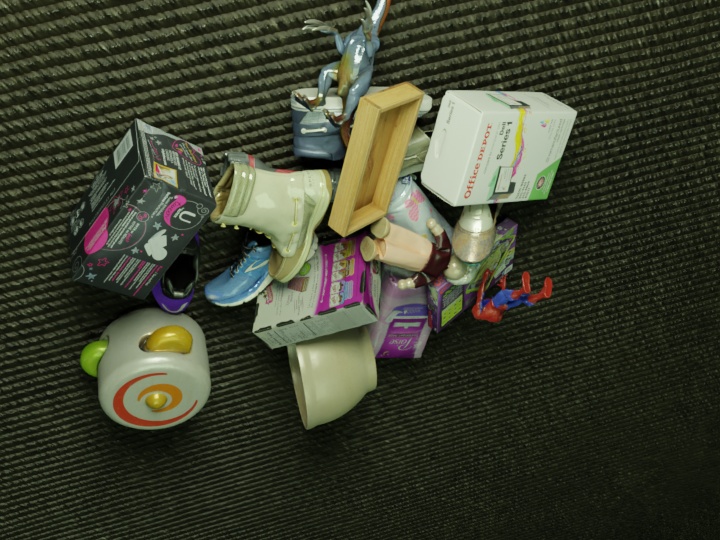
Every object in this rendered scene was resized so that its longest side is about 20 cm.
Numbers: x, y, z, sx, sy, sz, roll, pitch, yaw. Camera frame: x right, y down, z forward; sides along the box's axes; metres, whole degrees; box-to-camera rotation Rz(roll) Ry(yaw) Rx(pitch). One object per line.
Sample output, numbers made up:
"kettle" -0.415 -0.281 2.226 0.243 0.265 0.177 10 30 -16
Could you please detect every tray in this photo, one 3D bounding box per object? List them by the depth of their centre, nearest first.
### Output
"tray" 0.018 -0.149 1.096 0.098 0.037 0.201 -30 148 -43

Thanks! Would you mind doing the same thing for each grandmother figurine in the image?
"grandmother figurine" 0.096 -0.019 1.245 0.198 0.061 0.122 15 123 -31

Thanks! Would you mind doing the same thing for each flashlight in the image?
"flashlight" -0.102 -0.133 1.186 0.198 0.068 0.068 3 129 -20

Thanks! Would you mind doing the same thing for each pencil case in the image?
"pencil case" 0.086 -0.083 1.290 0.082 0.092 0.200 -14 140 28

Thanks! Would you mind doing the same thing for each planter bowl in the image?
"planter bowl" -0.048 0.158 1.390 0.133 0.201 0.202 -10 135 -10

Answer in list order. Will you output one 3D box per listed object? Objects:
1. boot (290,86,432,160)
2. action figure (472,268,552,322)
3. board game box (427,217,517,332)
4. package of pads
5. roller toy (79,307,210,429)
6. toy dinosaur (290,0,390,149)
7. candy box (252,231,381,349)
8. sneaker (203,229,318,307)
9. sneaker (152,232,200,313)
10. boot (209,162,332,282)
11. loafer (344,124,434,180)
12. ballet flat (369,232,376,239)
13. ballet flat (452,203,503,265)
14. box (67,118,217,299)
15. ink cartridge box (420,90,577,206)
"boot" 0.000 -0.205 1.139 0.197 0.073 0.091 -1 116 -7
"action figure" 0.244 0.027 1.363 0.065 0.100 0.200 14 155 -18
"board game box" 0.192 0.008 1.387 0.199 0.032 0.121 -37 150 -24
"package of pads" 0.074 0.067 1.437 0.119 0.076 0.201 2 132 -18
"roller toy" -0.338 0.167 1.337 0.198 0.141 0.183 -27 136 7
"toy dinosaur" -0.012 -0.281 1.048 0.182 0.104 0.200 -55 157 -7
"candy box" -0.066 0.033 1.270 0.198 0.138 0.061 -15 140 24
"sneaker" -0.168 -0.022 1.273 0.199 0.079 0.089 -35 128 4
"sneaker" -0.282 0.013 1.235 0.069 0.100 0.201 -1 136 -18
"boot" -0.140 -0.066 1.147 0.153 0.072 0.201 2 135 -28
"loafer" 0.069 -0.185 1.200 0.198 0.075 0.070 -10 131 -24
"ballet flat" 0.000 0.000 1.357 0.063 0.068 0.201 18 128 4
"ballet flat" 0.182 -0.091 1.255 0.067 0.201 0.068 6 129 13
"box" -0.304 -0.081 1.117 0.114 0.133 0.200 22 123 -39
"ink cartridge box" 0.202 -0.179 1.185 0.198 0.084 0.146 -8 125 -35
